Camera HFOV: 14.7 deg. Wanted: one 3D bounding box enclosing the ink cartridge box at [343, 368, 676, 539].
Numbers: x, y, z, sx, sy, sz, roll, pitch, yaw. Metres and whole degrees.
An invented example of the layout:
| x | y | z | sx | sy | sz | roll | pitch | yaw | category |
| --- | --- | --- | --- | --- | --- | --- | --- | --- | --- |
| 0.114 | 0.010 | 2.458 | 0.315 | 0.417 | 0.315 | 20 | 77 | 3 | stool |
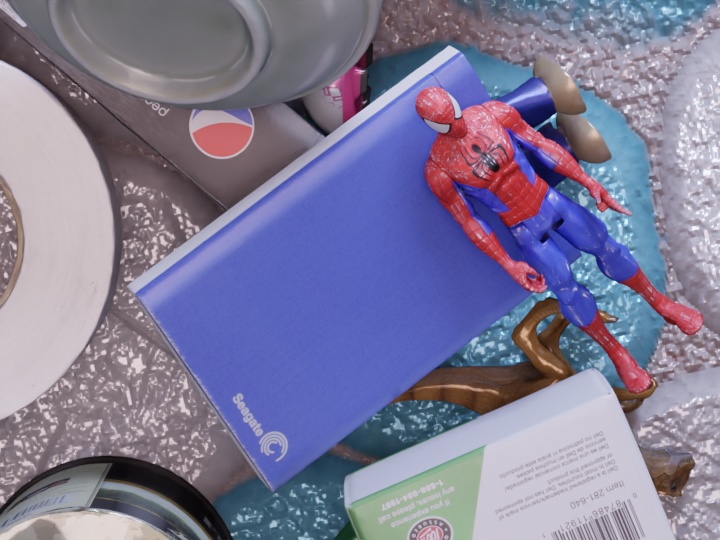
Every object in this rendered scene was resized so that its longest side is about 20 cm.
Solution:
| x | y | z | sx | sy | sz | roll | pitch | yaw | category |
| --- | --- | --- | --- | --- | --- | --- | --- | --- | --- |
| 0.095 | 0.173 | 1.398 | 0.144 | 0.084 | 0.201 | -23 | 97 | 1 | ink cartridge box |

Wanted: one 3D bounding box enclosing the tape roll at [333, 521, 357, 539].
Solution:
| x | y | z | sx | sy | sz | roll | pitch | yaw | category |
| --- | --- | --- | --- | --- | --- | --- | --- | --- | --- |
| 0.065 | 0.206 | 1.468 | 0.199 | 0.048 | 0.202 | 0 | 97 | -2 | tape roll |

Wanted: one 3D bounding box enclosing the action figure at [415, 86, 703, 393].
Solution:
| x | y | z | sx | sy | sz | roll | pitch | yaw | category |
| --- | --- | --- | --- | --- | --- | --- | --- | --- | --- |
| 0.093 | -0.022 | 1.381 | 0.065 | 0.052 | 0.200 | -45 | 115 | 1 | action figure |

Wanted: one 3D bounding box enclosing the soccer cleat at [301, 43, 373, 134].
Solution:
| x | y | z | sx | sy | sz | roll | pitch | yaw | category |
| --- | --- | --- | --- | --- | --- | --- | --- | --- | --- |
| -0.039 | -0.167 | 1.447 | 0.086 | 0.070 | 0.202 | -4 | 86 | 2 | soccer cleat |

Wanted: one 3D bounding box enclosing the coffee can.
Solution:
| x | y | z | sx | sy | sz | roll | pitch | yaw | category |
| --- | --- | --- | --- | --- | --- | --- | --- | --- | --- |
| -0.133 | 0.178 | 1.391 | 0.145 | 0.200 | 0.148 | 0 | 93 | -1 | coffee can |

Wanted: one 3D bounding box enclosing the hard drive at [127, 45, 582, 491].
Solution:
| x | y | z | sx | sy | sz | roll | pitch | yaw | category |
| --- | --- | --- | --- | --- | --- | --- | --- | --- | --- |
| 0.000 | 0.000 | 1.389 | 0.200 | 0.025 | 0.132 | -37 | 117 | -7 | hard drive |

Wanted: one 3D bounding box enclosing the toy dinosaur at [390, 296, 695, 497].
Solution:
| x | y | z | sx | sy | sz | roll | pitch | yaw | category |
| --- | --- | --- | --- | --- | --- | --- | --- | --- | --- |
| 0.088 | 0.065 | 1.463 | 0.199 | 0.060 | 0.107 | 18 | 94 | -2 | toy dinosaur |

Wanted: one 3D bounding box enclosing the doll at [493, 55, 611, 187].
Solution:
| x | y | z | sx | sy | sz | roll | pitch | yaw | category |
| --- | --- | --- | --- | --- | --- | --- | --- | --- | --- |
| 0.032 | -0.029 | 1.436 | 0.200 | 0.048 | 0.137 | -39 | 134 | -7 | doll |

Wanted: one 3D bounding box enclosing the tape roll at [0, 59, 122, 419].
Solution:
| x | y | z | sx | sy | sz | roll | pitch | yaw | category |
| --- | --- | --- | --- | --- | --- | --- | --- | --- | --- |
| -0.224 | -0.016 | 1.444 | 0.201 | 0.071 | 0.204 | 0 | 93 | -2 | tape roll |

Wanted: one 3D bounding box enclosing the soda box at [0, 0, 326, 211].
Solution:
| x | y | z | sx | sy | sz | roll | pitch | yaw | category |
| --- | --- | --- | --- | --- | --- | --- | --- | --- | --- |
| -0.099 | -0.097 | 1.443 | 0.200 | 0.071 | 0.063 | 41 | 90 | -3 | soda box |

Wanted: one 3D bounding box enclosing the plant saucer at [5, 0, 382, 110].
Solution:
| x | y | z | sx | sy | sz | roll | pitch | yaw | category |
| --- | --- | --- | --- | --- | --- | --- | --- | --- | --- |
| -0.090 | -0.130 | 1.313 | 0.199 | 0.201 | 0.050 | 16 | 56 | -2 | plant saucer |
